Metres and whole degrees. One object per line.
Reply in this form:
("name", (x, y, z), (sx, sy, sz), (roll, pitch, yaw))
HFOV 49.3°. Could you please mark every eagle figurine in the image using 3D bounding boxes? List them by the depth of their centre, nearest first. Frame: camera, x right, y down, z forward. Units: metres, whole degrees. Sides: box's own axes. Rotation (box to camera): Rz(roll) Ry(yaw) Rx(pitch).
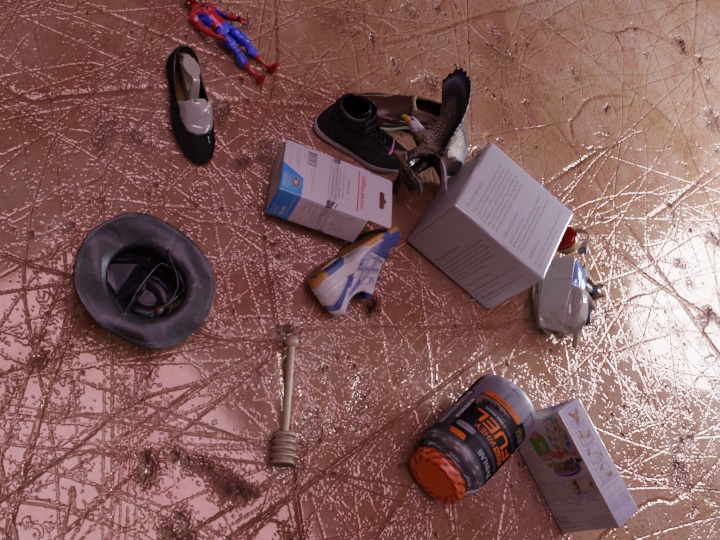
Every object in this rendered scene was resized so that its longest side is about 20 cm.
("eagle figurine", (0.137, -0.233, 1.364), (0.200, 0.151, 0.151), (-40, 110, -16))

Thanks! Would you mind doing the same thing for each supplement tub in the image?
("supplement tub", (0.177, 0.267, 1.242), (0.200, 0.122, 0.123), (-38, 89, -32))

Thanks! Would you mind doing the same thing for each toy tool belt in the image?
("toy tool belt", (0.390, 0.033, 1.460), (0.123, 0.124, 0.202), (38, 56, -45))

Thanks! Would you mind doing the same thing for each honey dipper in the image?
("honey dipper", (-0.112, 0.192, 1.182), (0.038, 0.038, 0.202), (12, 63, -22))

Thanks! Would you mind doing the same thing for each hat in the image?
("hat", (-0.314, 0.019, 1.124), (0.199, 0.081, 0.203), (8, 74, -28))

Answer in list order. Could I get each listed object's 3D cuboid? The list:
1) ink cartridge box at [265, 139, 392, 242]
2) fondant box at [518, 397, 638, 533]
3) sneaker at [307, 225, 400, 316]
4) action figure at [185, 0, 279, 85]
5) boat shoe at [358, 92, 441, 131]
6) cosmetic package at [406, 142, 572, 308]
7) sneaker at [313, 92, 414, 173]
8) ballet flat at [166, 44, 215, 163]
("ink cartridge box", (-0.049, -0.124, 1.305), (0.198, 0.068, 0.117), (19, 49, -18))
("fondant box", (0.345, 0.323, 1.290), (0.058, 0.144, 0.201), (-24, 82, -31))
("sneaker", (0.000, 0.000, 1.302), (0.200, 0.075, 0.089), (-37, 106, -30))
("action figure", (-0.229, -0.412, 1.357), (0.200, 0.052, 0.066), (41, 62, -4))
("boat shoe", (0.080, -0.300, 1.447), (0.201, 0.075, 0.075), (4, 69, -25))
("cosmetic package", (0.228, -0.076, 1.378), (0.200, 0.166, 0.168), (39, 58, -8))
("sneaker", (0.023, -0.240, 1.382), (0.199, 0.099, 0.071), (24, 60, -18))
("ballet flat", (-0.275, -0.274, 1.265), (0.067, 0.068, 0.202), (-10, 75, -29))
